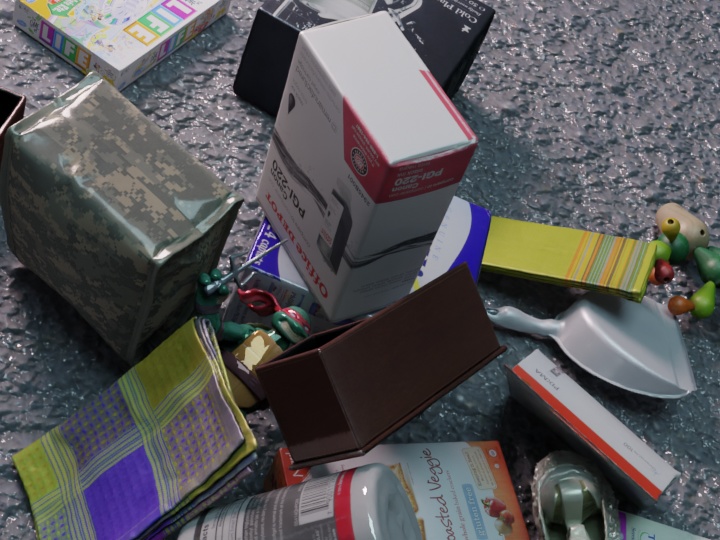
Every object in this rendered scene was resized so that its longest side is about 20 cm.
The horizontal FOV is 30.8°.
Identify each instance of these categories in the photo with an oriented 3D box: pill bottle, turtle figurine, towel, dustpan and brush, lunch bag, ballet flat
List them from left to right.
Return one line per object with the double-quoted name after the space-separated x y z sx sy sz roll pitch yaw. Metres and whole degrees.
-0.200 -0.027 1.054 0.164 0.200 0.118 40 52 9 "lunch bag"
-0.167 0.134 0.949 0.023 0.200 0.144 39 19 -49 "towel"
-0.090 0.083 1.035 0.150 0.101 0.200 40 74 6 "turtle figurine"
-0.061 0.211 0.911 0.199 0.111 0.111 -18 49 15 "pill bottle"
0.185 -0.015 1.278 0.199 0.018 0.086 11 38 20 "towel"
0.172 0.207 1.018 0.071 0.072 0.201 12 41 -13 "ballet flat"
0.214 0.058 1.258 0.199 0.057 0.140 23 33 -14 "dustpan and brush"

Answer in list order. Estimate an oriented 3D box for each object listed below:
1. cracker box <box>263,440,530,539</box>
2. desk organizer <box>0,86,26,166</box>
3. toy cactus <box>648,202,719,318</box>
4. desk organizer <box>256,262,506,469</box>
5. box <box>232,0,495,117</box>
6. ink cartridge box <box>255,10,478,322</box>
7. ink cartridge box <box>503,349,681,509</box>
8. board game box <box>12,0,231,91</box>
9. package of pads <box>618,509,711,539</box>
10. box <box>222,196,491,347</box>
0.032 0.209 1.043 0.199 0.058 0.135 0 51 -21 "cracker box"
-0.357 -0.074 1.111 0.071 0.077 0.201 22 47 -4 "desk organizer"
0.357 -0.020 1.352 0.199 0.103 0.165 3 34 -24 "toy cactus"
0.019 0.066 0.971 0.200 0.071 0.077 -28 97 -49 "desk organizer"
0.005 -0.229 1.366 0.199 0.124 0.197 30 48 4 "box"
-0.003 -0.078 1.033 0.084 0.200 0.146 -18 61 -26 "ink cartridge box"
0.196 0.129 1.097 0.162 0.200 0.057 42 82 14 "ink cartridge box"
-0.243 -0.276 1.360 0.134 0.034 0.200 35 47 8 "board game box"
0.234 0.296 1.045 0.154 0.068 0.201 19 47 -6 "package of pads"
0.000 0.000 1.177 0.199 0.105 0.185 22 47 -4 "box"
